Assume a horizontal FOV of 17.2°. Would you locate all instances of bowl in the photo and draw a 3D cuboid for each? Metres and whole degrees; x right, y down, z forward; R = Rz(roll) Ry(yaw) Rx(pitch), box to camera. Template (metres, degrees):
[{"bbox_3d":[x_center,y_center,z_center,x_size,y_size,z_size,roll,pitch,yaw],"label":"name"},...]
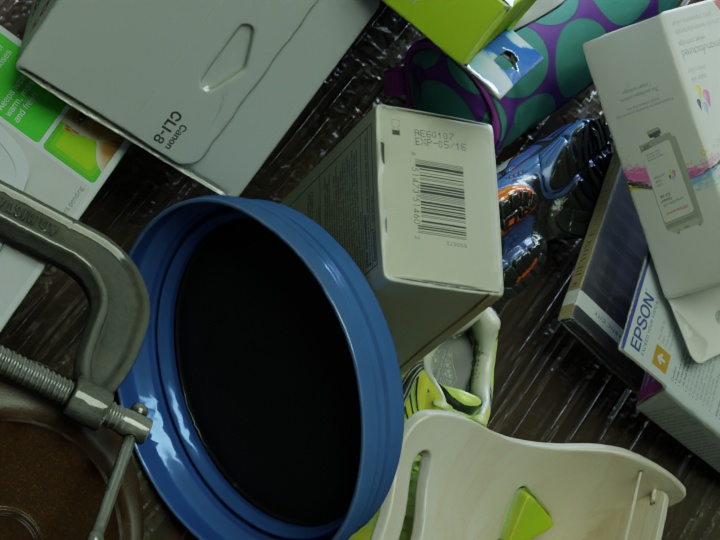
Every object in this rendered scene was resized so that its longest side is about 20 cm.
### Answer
[{"bbox_3d":[-0.055,0.057,1.259,0.039,0.201,0.201,-16,75,-43],"label":"bowl"}]

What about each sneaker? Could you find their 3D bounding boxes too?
[{"bbox_3d":[0.093,-0.043,1.449,0.200,0.078,0.076,-30,117,-49],"label":"sneaker"},{"bbox_3d":[0.031,0.102,1.352,0.075,0.076,0.201,20,62,-19],"label":"sneaker"}]

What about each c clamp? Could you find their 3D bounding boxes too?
[{"bbox_3d":[-0.182,0.021,1.187,0.200,0.027,0.171,32,46,-10],"label":"c clamp"}]

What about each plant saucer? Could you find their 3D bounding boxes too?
[{"bbox_3d":[-0.189,0.143,1.196,0.200,0.032,0.201,-7,102,-35],"label":"plant saucer"}]

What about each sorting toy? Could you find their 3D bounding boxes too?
[{"bbox_3d":[0.071,0.169,1.288,0.180,0.107,0.200,40,52,-34],"label":"sorting toy"}]

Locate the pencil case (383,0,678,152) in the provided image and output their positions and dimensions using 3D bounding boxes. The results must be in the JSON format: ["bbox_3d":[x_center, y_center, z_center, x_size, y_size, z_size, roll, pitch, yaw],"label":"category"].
[{"bbox_3d":[0.113,-0.151,1.500,0.092,0.085,0.200,31,52,29],"label":"pencil case"}]

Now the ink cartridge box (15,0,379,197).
[{"bbox_3d":[-0.087,-0.167,1.318,0.144,0.145,0.200,30,23,-18],"label":"ink cartridge box"}]

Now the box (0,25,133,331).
[{"bbox_3d":[-0.249,-0.041,1.269,0.176,0.097,0.200,38,58,-9],"label":"box"}]

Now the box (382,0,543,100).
[{"bbox_3d":[0.021,-0.180,1.258,0.200,0.048,0.122,40,22,2],"label":"box"}]

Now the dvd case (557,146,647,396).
[{"bbox_3d":[0.197,-0.008,1.489,0.149,0.016,0.200,42,53,-30],"label":"dvd case"}]

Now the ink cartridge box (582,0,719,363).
[{"bbox_3d":[0.218,-0.057,1.410,0.116,0.067,0.201,-20,91,-45],"label":"ink cartridge box"}]

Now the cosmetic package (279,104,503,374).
[{"bbox_3d":[0.000,0.000,1.309,0.073,0.200,0.104,8,66,-22],"label":"cosmetic package"}]

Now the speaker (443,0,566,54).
[{"bbox_3d":[0.041,-0.228,1.349,0.081,0.081,0.200,-32,103,-33],"label":"speaker"}]

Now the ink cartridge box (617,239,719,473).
[{"bbox_3d":[0.232,0.022,1.475,0.200,0.043,0.197,37,56,-27],"label":"ink cartridge box"}]
